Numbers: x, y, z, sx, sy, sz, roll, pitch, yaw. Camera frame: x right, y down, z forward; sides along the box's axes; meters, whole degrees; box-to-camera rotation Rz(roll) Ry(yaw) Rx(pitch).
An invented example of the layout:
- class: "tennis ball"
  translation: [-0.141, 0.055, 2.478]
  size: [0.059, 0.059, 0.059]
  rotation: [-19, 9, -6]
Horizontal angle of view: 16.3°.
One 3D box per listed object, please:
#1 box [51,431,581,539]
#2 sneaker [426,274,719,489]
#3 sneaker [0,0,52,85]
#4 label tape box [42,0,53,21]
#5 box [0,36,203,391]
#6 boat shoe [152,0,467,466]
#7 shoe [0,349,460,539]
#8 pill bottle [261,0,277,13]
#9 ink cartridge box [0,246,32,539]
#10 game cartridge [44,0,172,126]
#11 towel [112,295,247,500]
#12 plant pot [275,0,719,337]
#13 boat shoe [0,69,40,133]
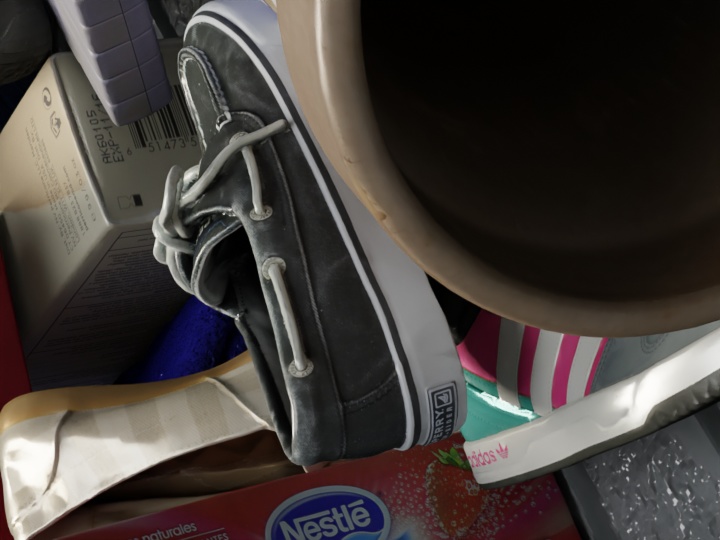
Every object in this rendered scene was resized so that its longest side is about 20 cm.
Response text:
- class: "box"
  translation: [-0.024, 0.128, 0.853]
  size: [0.100, 0.199, 0.096]
  rotation: [-46, 62, 53]
- class: "sneaker"
  translation: [0.074, -0.011, 0.773]
  size: [0.200, 0.083, 0.121]
  rotation: [-29, 84, 58]
- class: "sneaker"
  translation: [-0.207, -0.110, 0.996]
  size: [0.199, 0.076, 0.091]
  rotation: [5, 103, 32]
- class: "label tape box"
  translation: [-0.217, -0.090, 1.149]
  size: [0.063, 0.143, 0.201]
  rotation: [37, 129, 47]
- class: "box"
  translation: [-0.112, -0.014, 1.054]
  size: [0.200, 0.094, 0.078]
  rotation: [-44, 62, 52]
- class: "boat shoe"
  translation: [-0.033, -0.014, 0.814]
  size: [0.074, 0.068, 0.200]
  rotation: [94, 156, -50]
- class: "shoe"
  translation: [-0.037, 0.062, 0.891]
  size: [0.070, 0.199, 0.054]
  rotation: [60, -158, -48]
- class: "pill bottle"
  translation: [-0.031, -0.163, 0.857]
  size: [0.200, 0.115, 0.116]
  rotation: [41, 132, 45]
- class: "ink cartridge box"
  translation: [-0.176, 0.087, 1.007]
  size: [0.175, 0.083, 0.201]
  rotation: [-38, 63, 57]
- class: "game cartridge"
  translation: [-0.129, -0.161, 0.930]
  size: [0.201, 0.038, 0.130]
  rotation: [60, 176, 20]
- class: "towel"
  translation: [-0.093, 0.083, 1.035]
  size: [0.200, 0.049, 0.148]
  rotation: [-45, 28, 52]
- class: "plant pot"
  translation: [0.049, -0.106, 0.687]
  size: [0.175, 0.199, 0.202]
  rotation: [-136, 45, -57]
- class: "boat shoe"
  translation: [-0.206, -0.045, 1.091]
  size: [0.072, 0.199, 0.072]
  rotation: [53, 134, 17]
